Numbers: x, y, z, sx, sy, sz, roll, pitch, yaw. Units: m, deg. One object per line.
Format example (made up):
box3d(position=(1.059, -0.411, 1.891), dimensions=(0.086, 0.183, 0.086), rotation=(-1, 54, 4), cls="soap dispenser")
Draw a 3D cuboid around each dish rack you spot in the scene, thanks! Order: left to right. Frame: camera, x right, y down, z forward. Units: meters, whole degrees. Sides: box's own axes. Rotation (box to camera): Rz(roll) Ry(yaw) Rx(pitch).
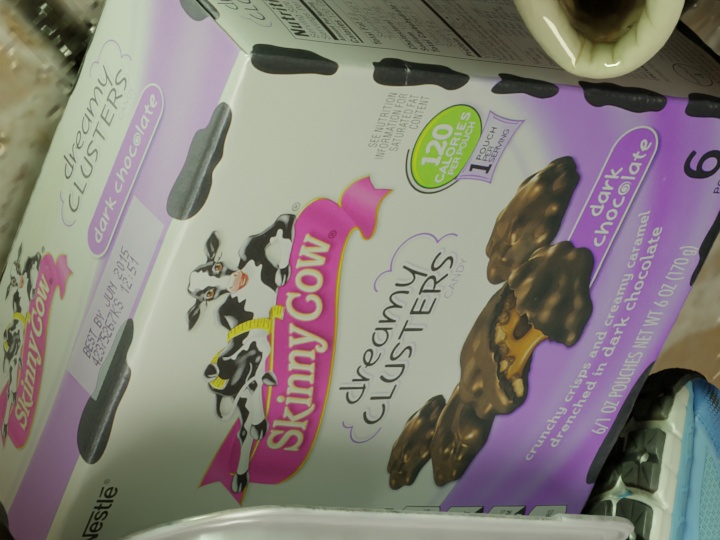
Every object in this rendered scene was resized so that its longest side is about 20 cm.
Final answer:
box3d(position=(-0.029, 0.113, 0.827), dimensions=(0.171, 0.044, 0.199), rotation=(-24, 159, 38), cls="dish rack")

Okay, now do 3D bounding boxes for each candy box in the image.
box3d(position=(0.000, 0.000, 0.814), dimensions=(0.199, 0.072, 0.168), rotation=(2, 122, -39), cls="candy box")

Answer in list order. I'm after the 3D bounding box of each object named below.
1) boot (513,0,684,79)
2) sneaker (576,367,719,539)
box3d(position=(0.065, -0.147, 0.710), dimensions=(0.074, 0.108, 0.201), rotation=(1, 129, 7), cls="boot")
box3d(position=(0.103, 0.132, 0.901), dimensions=(0.089, 0.078, 0.202), rotation=(8, 79, -29), cls="sneaker")
